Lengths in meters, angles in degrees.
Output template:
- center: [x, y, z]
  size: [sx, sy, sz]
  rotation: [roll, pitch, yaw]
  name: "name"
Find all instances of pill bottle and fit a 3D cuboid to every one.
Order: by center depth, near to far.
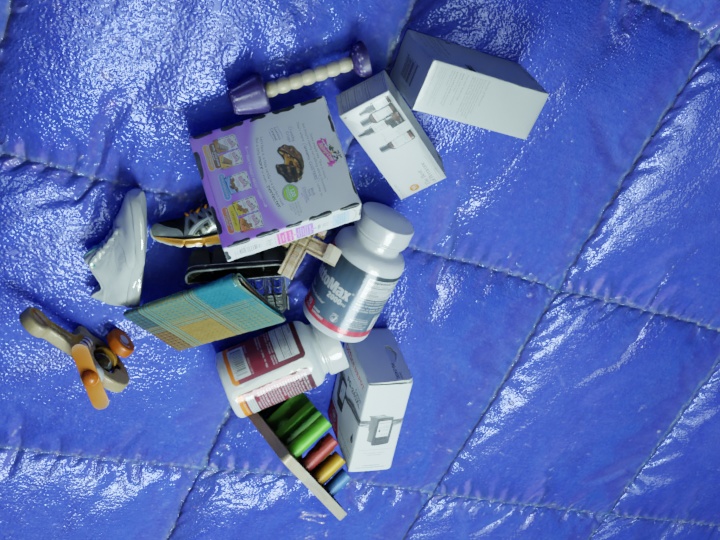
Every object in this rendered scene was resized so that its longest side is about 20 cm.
- center: [0.000, 0.000, 1.537]
  size: [0.119, 0.120, 0.201]
  rotation: [14, 118, -28]
  name: "pill bottle"
- center: [-0.126, 0.151, 1.602]
  size: [0.198, 0.115, 0.115]
  rotation: [-22, 129, -4]
  name: "pill bottle"

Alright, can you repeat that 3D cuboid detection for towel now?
- center: [-0.231, 0.065, 1.469]
  size: [0.198, 0.022, 0.147]
  rotation: [-16, 147, 20]
  name: "towel"

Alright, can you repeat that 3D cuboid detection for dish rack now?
- center: [-0.179, 0.030, 1.489]
  size: [0.151, 0.055, 0.201]
  rotation: [-4, 147, -3]
  name: "dish rack"

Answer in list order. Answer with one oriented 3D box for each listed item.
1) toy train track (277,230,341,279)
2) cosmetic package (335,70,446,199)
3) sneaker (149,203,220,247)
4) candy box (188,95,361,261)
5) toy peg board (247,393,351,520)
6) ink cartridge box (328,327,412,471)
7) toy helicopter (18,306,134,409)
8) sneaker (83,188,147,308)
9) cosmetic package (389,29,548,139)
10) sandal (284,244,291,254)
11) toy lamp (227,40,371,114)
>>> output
- center: [-0.118, -0.065, 1.393]
  size: [0.198, 0.033, 0.116]
  rotation: [27, 74, 0]
  name: "toy train track"
- center: [0.047, -0.193, 1.436]
  size: [0.082, 0.051, 0.200]
  rotation: [-23, 138, 18]
  name: "cosmetic package"
- center: [-0.210, -0.076, 1.441]
  size: [0.197, 0.078, 0.078]
  rotation: [-8, 96, -8]
  name: "sneaker"
- center: [-0.116, -0.126, 1.358]
  size: [0.198, 0.169, 0.072]
  rotation: [-18, 166, -5]
  name: "candy box"
- center: [-0.091, 0.288, 1.673]
  size: [0.098, 0.200, 0.200]
  rotation: [-41, 129, -7]
  name: "toy peg board"
- center: [0.014, 0.219, 1.684]
  size: [0.082, 0.146, 0.202]
  rotation: [-1, 125, -19]
  name: "ink cartridge box"
- center: [-0.421, 0.122, 1.456]
  size: [0.079, 0.133, 0.200]
  rotation: [-40, 128, 11]
  name: "toy helicopter"
- center: [-0.354, -0.028, 1.418]
  size: [0.087, 0.076, 0.202]
  rotation: [7, 124, -11]
  name: "sneaker"
- center: [0.155, -0.265, 1.410]
  size: [0.198, 0.113, 0.082]
  rotation: [8, 122, -27]
  name: "cosmetic package"
- center: [-0.091, -0.090, 1.469]
  size: [0.054, 0.081, 0.201]
  rotation: [22, 119, -24]
  name: "sandal"
- center: [-0.085, -0.262, 1.356]
  size: [0.198, 0.058, 0.059]
  rotation: [-18, 129, -9]
  name: "toy lamp"
